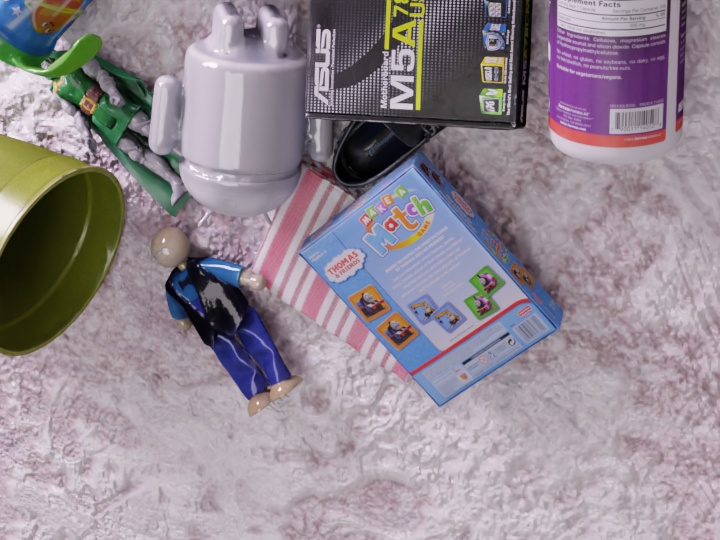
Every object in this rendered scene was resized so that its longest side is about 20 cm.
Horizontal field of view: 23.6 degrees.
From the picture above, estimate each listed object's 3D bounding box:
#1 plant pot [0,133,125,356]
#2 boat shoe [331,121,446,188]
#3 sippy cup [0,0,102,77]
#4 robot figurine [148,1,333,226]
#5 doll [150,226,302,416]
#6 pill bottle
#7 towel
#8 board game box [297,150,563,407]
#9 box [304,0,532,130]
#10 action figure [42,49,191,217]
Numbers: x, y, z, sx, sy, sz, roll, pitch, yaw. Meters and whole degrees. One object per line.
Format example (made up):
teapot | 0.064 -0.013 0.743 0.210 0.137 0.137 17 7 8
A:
plant pot | -0.365 -0.053 1.675 0.192 0.200 0.202 30 123 21
boat shoe | 0.042 -0.142 1.519 0.075 0.062 0.200 45 122 -1
sippy cup | -0.292 -0.275 1.564 0.130 0.140 0.178 -35 108 21
robot figurine | -0.104 -0.135 1.547 0.167 0.113 0.202 3 110 -9
doll | -0.135 0.040 1.691 0.136 0.048 0.201 -33 94 43
pill bottle | 0.207 -0.195 1.392 0.111 0.113 0.202 7 116 20
towel | 0.000 0.000 1.629 0.199 0.030 0.147 34 123 8
board game box | 0.063 0.011 1.559 0.151 0.037 0.200 -35 105 31
box | 0.050 -0.223 1.453 0.191 0.047 0.203 6 98 18
action figure | -0.234 -0.148 1.642 0.199 0.055 0.119 39 124 5
